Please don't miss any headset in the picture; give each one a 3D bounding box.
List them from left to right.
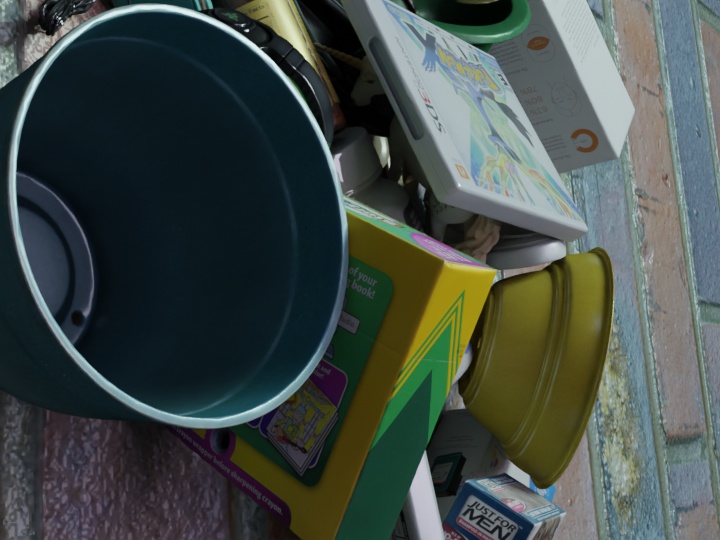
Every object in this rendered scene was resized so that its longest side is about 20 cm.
[{"bbox_3d":[-0.112,-0.117,0.693,0.200,0.124,0.094,39,30,-8],"label":"headset"}]

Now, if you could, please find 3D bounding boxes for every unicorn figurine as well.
[{"bbox_3d":[0.047,-0.088,0.842,0.200,0.137,0.074,42,57,16],"label":"unicorn figurine"}]

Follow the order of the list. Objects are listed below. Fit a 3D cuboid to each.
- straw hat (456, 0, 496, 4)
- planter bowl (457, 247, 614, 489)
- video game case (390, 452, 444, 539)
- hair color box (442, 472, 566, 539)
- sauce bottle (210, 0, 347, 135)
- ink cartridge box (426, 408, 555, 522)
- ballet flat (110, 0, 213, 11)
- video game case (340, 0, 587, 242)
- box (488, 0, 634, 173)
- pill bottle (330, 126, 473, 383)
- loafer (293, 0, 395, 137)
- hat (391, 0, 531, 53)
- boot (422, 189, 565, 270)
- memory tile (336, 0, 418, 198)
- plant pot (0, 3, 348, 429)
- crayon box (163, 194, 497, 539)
[{"bbox_3d":[0.111,-0.271,0.889,0.201,0.201,0.085,-38,109,-51],"label":"straw hat"},{"bbox_3d":[0.130,0.068,0.857,0.083,0.200,0.201,15,60,-3],"label":"planter bowl"},{"bbox_3d":[-0.011,0.102,0.720,0.024,0.182,0.200,-13,91,-27],"label":"video game case"},{"bbox_3d":[0.070,0.252,0.779,0.200,0.060,0.100,-63,156,5],"label":"hair color box"},{"bbox_3d":[-0.077,-0.181,0.760,0.066,0.066,0.200,-25,91,-53],"label":"sauce bottle"},{"bbox_3d":[0.091,0.227,0.908,0.116,0.067,0.200,57,42,-26],"label":"ink cartridge box"},{"bbox_3d":[-0.155,-0.228,0.711,0.200,0.067,0.070,53,29,-33],"label":"ballet flat"},{"bbox_3d":[0.083,-0.113,0.796,0.200,0.022,0.183,11,49,-53],"label":"video game case"},{"bbox_3d":[0.185,-0.208,1.105,0.200,0.124,0.098,58,41,-26],"label":"box"},{"bbox_3d":[0.000,0.000,0.810,0.114,0.114,0.200,-44,116,-49],"label":"pill bottle"},{"bbox_3d":[-0.012,-0.171,0.851,0.200,0.070,0.068,33,56,-36],"label":"loafer"},{"bbox_3d":[0.058,-0.187,0.985,0.200,0.176,0.166,17,41,-3],"label":"hat"},{"bbox_3d":[0.102,-0.058,0.908,0.073,0.200,0.096,-15,102,-21],"label":"boot"},{"bbox_3d":[0.016,-0.176,0.962,0.153,0.017,0.200,36,53,-43],"label":"memory tile"},{"bbox_3d":[-0.141,-0.012,0.556,0.200,0.188,0.200,15,70,-45],"label":"plant pot"},{"bbox_3d":[-0.039,0.039,0.625,0.058,0.200,0.173,11,104,-50],"label":"crayon box"}]
